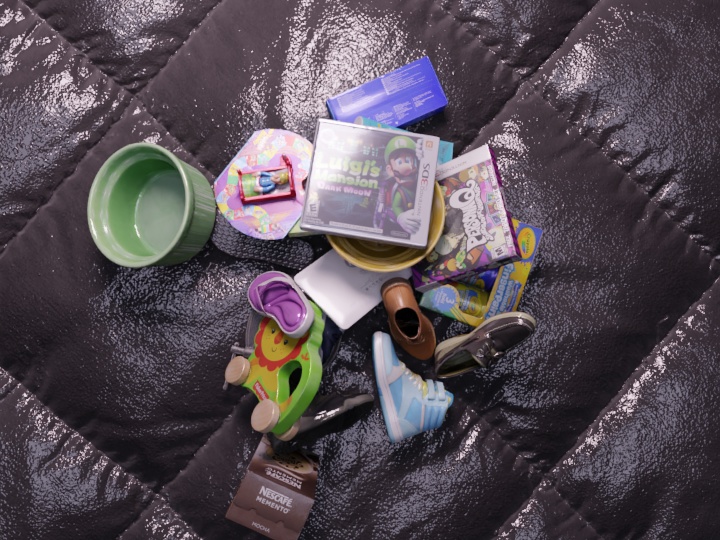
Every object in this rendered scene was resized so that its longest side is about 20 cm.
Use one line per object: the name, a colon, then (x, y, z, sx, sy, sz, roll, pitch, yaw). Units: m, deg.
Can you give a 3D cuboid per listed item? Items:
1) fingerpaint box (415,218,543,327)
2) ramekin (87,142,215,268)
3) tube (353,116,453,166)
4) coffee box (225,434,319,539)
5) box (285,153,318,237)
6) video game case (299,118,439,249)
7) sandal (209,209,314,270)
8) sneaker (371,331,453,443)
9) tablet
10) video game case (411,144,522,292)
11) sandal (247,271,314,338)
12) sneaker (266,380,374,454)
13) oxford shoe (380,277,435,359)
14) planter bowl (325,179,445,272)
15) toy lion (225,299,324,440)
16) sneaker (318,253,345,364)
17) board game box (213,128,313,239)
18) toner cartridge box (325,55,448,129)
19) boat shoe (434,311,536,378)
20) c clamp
fingerpaint box: (0.207, -0.004, 0.955, 0.166, 0.073, 0.201, 20, 89, -2)
ramekin: (-0.341, -0.101, 0.896, 0.199, 0.098, 0.202, -1, 86, 18)
tube: (0.078, -0.215, 0.943, 0.199, 0.050, 0.078, 12, 82, -25)
coffee box: (-0.134, 0.346, 0.875, 0.112, 0.200, 0.080, 26, 89, -2)
box: (-0.036, -0.140, 0.953, 0.198, 0.036, 0.145, -6, 80, -2)
video game case: (0.016, -0.137, 0.842, 0.198, 0.023, 0.183, 9, 79, -1)
sandal: (-0.180, -0.050, 0.960, 0.199, 0.045, 0.076, 20, 94, -17)
sneaker: (0.092, 0.194, 0.949, 0.130, 0.080, 0.201, -12, 100, 0)
tablet: (0.000, 0.000, 0.920, 0.200, 0.014, 0.130, -37, 70, -26)
video game case: (0.157, -0.084, 0.895, 0.180, 0.036, 0.201, -20, 68, 30)
sandal: (-0.140, 0.043, 0.889, 0.050, 0.202, 0.083, 40, 81, -40)
sneaker: (-0.077, 0.233, 0.939, 0.198, 0.077, 0.114, -15, 48, -25)
oxford shoe: (0.085, 0.102, 0.906, 0.071, 0.072, 0.200, -24, 134, 7)
planter bowl: (0.034, -0.089, 0.887, 0.199, 0.083, 0.202, 0, 79, -2)
toy lion: (-0.123, 0.140, 0.873, 0.192, 0.200, 0.069, -52, 130, 1)
sneaker: (-0.020, 0.072, 0.936, 0.108, 0.070, 0.201, 11, 75, -3)
board game box: (-0.155, -0.156, 0.913, 0.158, 0.039, 0.200, 36, 80, 5)
toner cartridge box: (0.047, -0.297, 0.966, 0.199, 0.043, 0.096, -24, 89, -3)
boat shoe: (0.207, 0.135, 0.908, 0.200, 0.066, 0.072, -31, 117, 37)
c clamp: (-0.135, 0.139, 0.967, 0.198, 0.027, 0.172, 7, 84, -1)
